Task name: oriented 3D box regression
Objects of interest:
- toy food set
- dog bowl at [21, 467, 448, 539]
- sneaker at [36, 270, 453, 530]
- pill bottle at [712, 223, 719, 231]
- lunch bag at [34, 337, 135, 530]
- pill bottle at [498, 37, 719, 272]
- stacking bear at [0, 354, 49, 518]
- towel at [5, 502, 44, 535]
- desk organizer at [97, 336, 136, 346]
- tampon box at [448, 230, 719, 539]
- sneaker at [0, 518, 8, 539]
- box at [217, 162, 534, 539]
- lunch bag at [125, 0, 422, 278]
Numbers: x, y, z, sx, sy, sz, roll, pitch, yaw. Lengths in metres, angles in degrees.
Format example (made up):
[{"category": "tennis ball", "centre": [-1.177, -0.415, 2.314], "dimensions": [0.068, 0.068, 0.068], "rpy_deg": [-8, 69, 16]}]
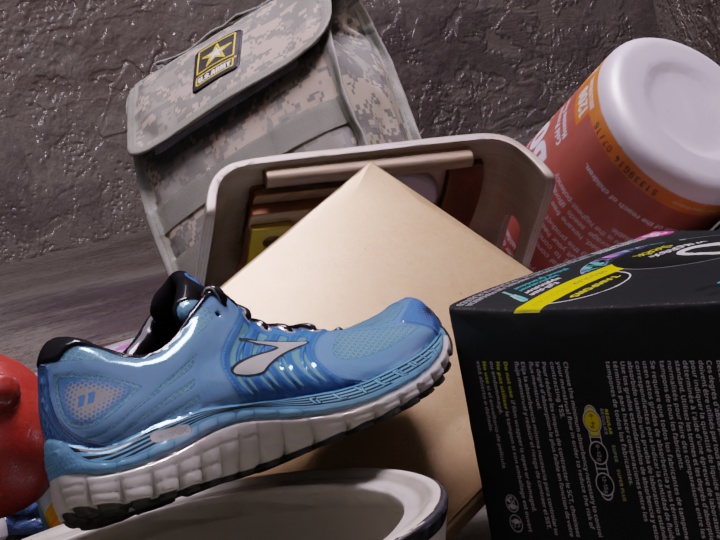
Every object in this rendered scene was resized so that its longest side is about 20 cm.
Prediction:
[{"category": "toy food set", "centre": [0.000, 0.000, 1.113], "dimensions": [0.199, 0.061, 0.144], "rpy_deg": [-7, -39, -17]}, {"category": "dog bowl", "centre": [-0.058, 0.138, 0.753], "dimensions": [0.199, 0.074, 0.200], "rpy_deg": [-12, 6, 1]}, {"category": "sneaker", "centre": [-0.045, 0.036, 0.816], "dimensions": [0.199, 0.090, 0.078], "rpy_deg": [-16, -7, -39]}, {"category": "pill bottle", "centre": [0.236, 0.016, 1.125], "dimensions": [0.106, 0.107, 0.200], "rpy_deg": [-9, 7, 21]}, {"category": "lunch bag", "centre": [-0.079, 0.089, 0.994], "dimensions": [0.170, 0.123, 0.200], "rpy_deg": [-12, 2, -16]}, {"category": "pill bottle", "centre": [0.140, -0.037, 1.175], "dimensions": [0.112, 0.112, 0.200], "rpy_deg": [-17, -22, -41]}, {"category": "stacking bear", "centre": [-0.222, 0.104, 0.878], "dimensions": [0.200, 0.114, 0.121], "rpy_deg": [-32, -39, 9]}, {"category": "towel", "centre": [-0.174, 0.115, 1.237], "dimensions": [0.111, 0.049, 0.200], "rpy_deg": [-12, 7, -3]}, {"category": "desk organizer", "centre": [-0.119, 0.074, 1.391], "dimensions": [0.199, 0.072, 0.077], "rpy_deg": [-12, 4, -7]}, {"category": "tampon box", "centre": [0.164, 0.055, 0.833], "dimensions": [0.149, 0.127, 0.200], "rpy_deg": [-18, 10, -40]}, {"category": "sneaker", "centre": [-0.294, 0.133, 1.142], "dimensions": [0.199, 0.085, 0.073], "rpy_deg": [-5, 7, 28]}, {"category": "box", "centre": [0.003, 0.048, 0.914], "dimensions": [0.163, 0.021, 0.200], "rpy_deg": [35, 55, 20]}, {"category": "lunch bag", "centre": [-0.053, -0.076, 1.233], "dimensions": [0.164, 0.201, 0.117], "rpy_deg": [-29, -22, 20]}]
